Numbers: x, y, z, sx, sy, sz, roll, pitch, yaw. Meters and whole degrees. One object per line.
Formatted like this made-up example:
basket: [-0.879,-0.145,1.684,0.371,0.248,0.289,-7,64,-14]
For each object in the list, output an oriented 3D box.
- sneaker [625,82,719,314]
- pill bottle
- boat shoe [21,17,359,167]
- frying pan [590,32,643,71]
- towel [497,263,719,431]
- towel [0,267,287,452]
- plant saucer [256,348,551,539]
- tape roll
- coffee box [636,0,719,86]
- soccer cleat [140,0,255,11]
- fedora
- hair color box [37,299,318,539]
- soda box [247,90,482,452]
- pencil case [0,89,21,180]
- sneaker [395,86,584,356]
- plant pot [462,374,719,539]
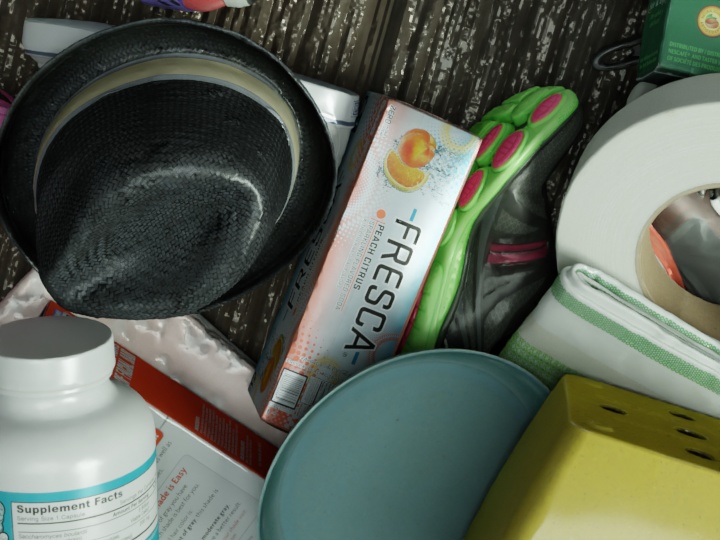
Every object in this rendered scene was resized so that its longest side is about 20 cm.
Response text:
sneaker: [0.214,-0.026,0.843,0.081,0.077,0.202,-7,121,34]
pill bottle: [-0.163,0.131,0.764,0.109,0.111,0.203,0,106,-3]
boat shoe: [-0.101,-0.096,0.821,0.197,0.074,0.066,14,100,-6]
frying pan: [0.237,-0.167,0.845,0.187,0.031,0.117,4,104,-7]
towel: [0.143,0.090,0.853,0.148,0.031,0.201,30,137,0]
towel: [-0.162,0.096,0.892,0.200,0.032,0.191,42,98,-13]
plant saucer: [0.033,0.132,0.835,0.197,0.027,0.203,-7,114,-16]
tape roll: [0.208,-0.011,0.788,0.200,0.037,0.205,11,126,15]
coffee box: [0.232,-0.194,0.797,0.121,0.044,0.203,10,86,-6]
soccer cleat: [-0.102,-0.245,0.786,0.072,0.068,0.203,-5,107,6]
fedora: [-0.111,-0.034,0.771,0.197,0.092,0.203,0,122,0]
hair color box: [-0.136,0.123,0.854,0.199,0.064,0.111,35,101,-14]
soda box: [0.000,0.000,0.841,0.063,0.068,0.202,21,96,-15]
pencil case: [-0.270,-0.025,0.828,0.093,0.091,0.202,29,101,10]
sneaker: [0.084,-0.019,0.860,0.083,0.077,0.202,18,110,-21]
plant pot: [0.145,0.167,0.739,0.197,0.200,0.179,17,99,5]
